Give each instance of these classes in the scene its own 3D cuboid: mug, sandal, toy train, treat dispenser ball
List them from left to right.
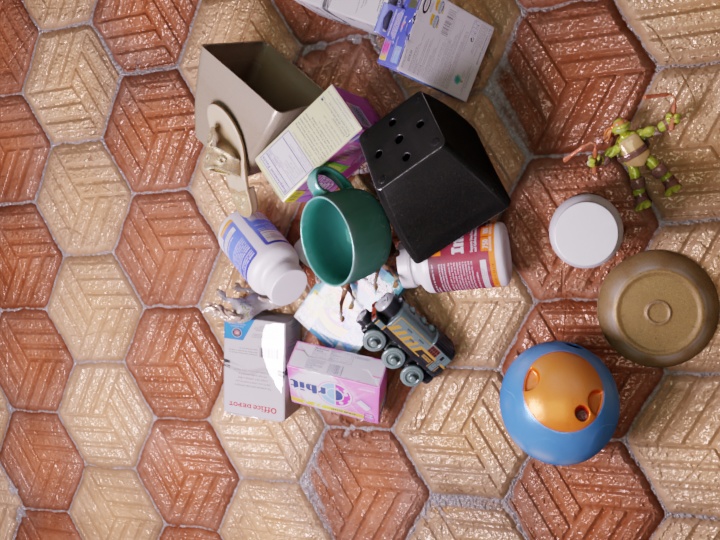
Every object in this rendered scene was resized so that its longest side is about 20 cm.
[{"bbox_3d":[-0.249,-0.187,1.209,0.076,0.069,0.216,8,124,39],"label":"sandal"},{"bbox_3d":[-0.017,-0.077,1.143,0.151,0.113,0.190,27,124,43],"label":"mug"},{"bbox_3d":[0.085,0.127,1.248,0.114,0.086,0.200,-41,108,19],"label":"toy train"},{"bbox_3d":[0.335,0.223,1.132,0.195,0.200,0.207,2,97,19],"label":"treat dispenser ball"}]

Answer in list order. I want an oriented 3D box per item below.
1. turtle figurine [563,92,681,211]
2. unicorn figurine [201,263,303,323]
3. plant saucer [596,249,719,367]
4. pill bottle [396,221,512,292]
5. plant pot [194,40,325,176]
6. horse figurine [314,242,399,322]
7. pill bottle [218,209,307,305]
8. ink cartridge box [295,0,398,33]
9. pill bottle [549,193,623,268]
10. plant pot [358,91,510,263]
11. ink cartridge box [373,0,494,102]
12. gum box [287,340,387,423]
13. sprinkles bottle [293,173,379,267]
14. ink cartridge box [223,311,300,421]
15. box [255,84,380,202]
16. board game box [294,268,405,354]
[{"bbox_3d":[0.451,-0.186,1.113,0.197,0.064,0.164,-29,94,12],"label":"turtle figurine"},{"bbox_3d":[-0.216,0.058,1.358,0.135,0.200,0.075,12,130,30],"label":"unicorn figurine"},{"bbox_3d":[0.506,0.069,1.139,0.195,0.035,0.206,3,98,20],"label":"plant saucer"},{"bbox_3d":[0.169,-0.020,1.209,0.195,0.113,0.116,-7,94,20],"label":"pill bottle"},{"bbox_3d":[-0.203,-0.298,1.275,0.199,0.199,0.179,40,122,11],"label":"plant pot"},{"bbox_3d":[0.000,0.000,1.241,0.198,0.050,0.135,-35,50,25],"label":"horse figurine"},{"bbox_3d":[-0.188,-0.025,1.303,0.200,0.111,0.113,46,111,35],"label":"pill bottle"},{"bbox_3d":[-0.013,-0.489,1.200,0.197,0.144,0.086,26,104,17],"label":"ink cartridge box"},{"bbox_3d":[0.366,-0.066,1.085,0.113,0.199,0.119,2,97,19],"label":"pill bottle"},{"bbox_3d":[0.107,-0.172,1.133,0.197,0.177,0.203,-32,51,19],"label":"plant pot"},{"bbox_3d":[0.118,-0.391,1.138,0.076,0.196,0.139,37,110,51],"label":"ink cartridge box"},{"bbox_3d":[-0.049,0.217,1.302,0.195,0.067,0.115,12,134,11],"label":"gum box"},{"bbox_3d":[-0.045,-0.094,1.302,0.068,0.068,0.200,46,108,9],"label":"sprinkles bottle"},{"bbox_3d":[-0.203,0.194,1.384,0.142,0.084,0.206,5,99,18],"label":"ink cartridge box"},{"bbox_3d":[-0.064,-0.226,1.234,0.199,0.175,0.098,-38,82,19],"label":"box"},{"bbox_3d":[-0.019,0.059,1.322,0.150,0.047,0.202,39,108,11],"label":"board game box"}]
